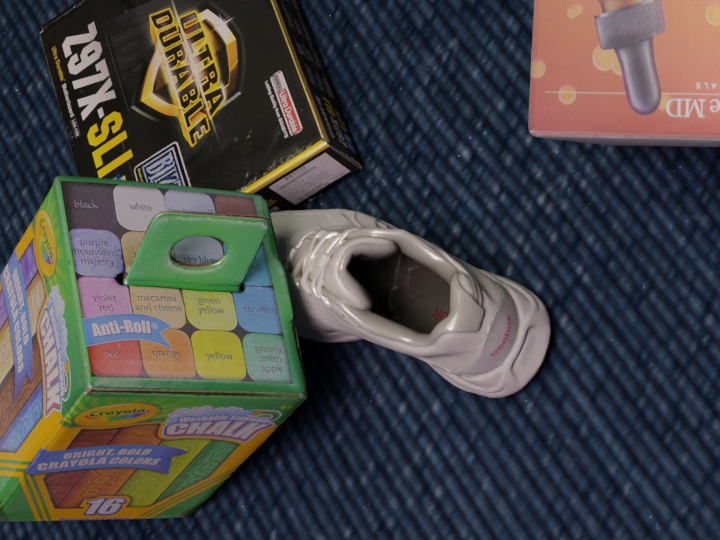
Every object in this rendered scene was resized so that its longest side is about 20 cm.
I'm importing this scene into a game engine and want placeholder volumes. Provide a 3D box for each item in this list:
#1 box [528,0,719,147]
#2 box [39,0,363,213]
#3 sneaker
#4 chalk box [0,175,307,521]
[{"bbox_3d":[0.173,-0.160,0.817,0.152,0.106,0.201,4,93,32],"label":"box"},{"bbox_3d":[-0.102,-0.106,1.032,0.159,0.049,0.200,-31,58,19],"label":"box"},{"bbox_3d":[0.000,0.000,0.896,0.200,0.099,0.078,15,79,34],"label":"sneaker"},{"bbox_3d":[-0.112,0.035,0.884,0.200,0.124,0.124,-48,47,48],"label":"chalk box"}]
